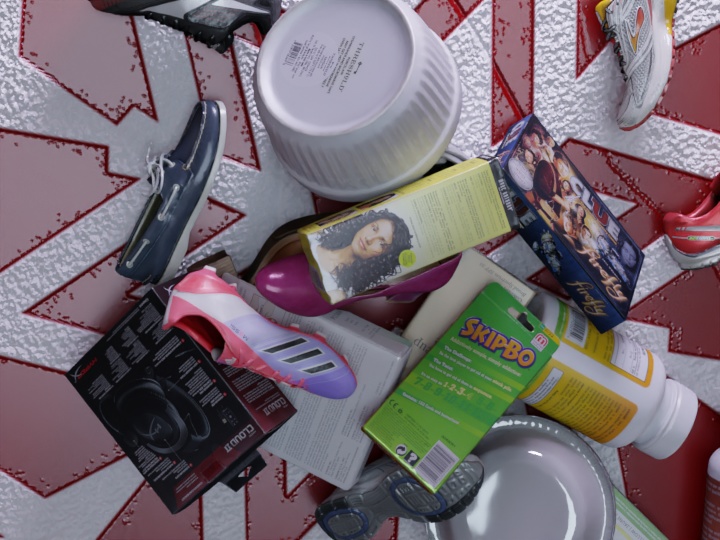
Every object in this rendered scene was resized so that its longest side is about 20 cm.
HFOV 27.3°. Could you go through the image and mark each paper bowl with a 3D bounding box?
[{"bbox_3d":[0.165,0.250,1.535,0.199,0.104,0.202,-1,83,9],"label":"paper bowl"}]

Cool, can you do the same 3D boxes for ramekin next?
[{"bbox_3d":[-0.009,-0.177,1.421,0.199,0.105,0.201,-6,68,16],"label":"ramekin"}]

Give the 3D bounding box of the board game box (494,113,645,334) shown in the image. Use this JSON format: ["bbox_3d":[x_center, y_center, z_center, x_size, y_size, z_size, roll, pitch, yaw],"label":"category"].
[{"bbox_3d":[0.210,-0.050,1.511,0.035,0.136,0.200,-33,105,33],"label":"board game box"}]

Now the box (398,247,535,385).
[{"bbox_3d":[0.088,0.078,1.533,0.095,0.078,0.201,33,93,3],"label":"box"}]

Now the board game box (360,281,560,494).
[{"bbox_3d":[0.100,0.113,1.450,0.095,0.030,0.200,42,79,1],"label":"board game box"}]

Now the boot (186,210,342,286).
[{"bbox_3d":[-0.064,0.035,1.516,0.199,0.077,0.156,-23,104,-6],"label":"boot"}]

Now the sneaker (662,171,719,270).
[{"bbox_3d":[0.412,-0.073,1.564,0.199,0.077,0.085,-27,97,-3],"label":"sneaker"}]

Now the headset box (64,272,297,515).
[{"bbox_3d":[-0.172,0.129,1.462,0.149,0.077,0.200,-43,84,27],"label":"headset box"}]

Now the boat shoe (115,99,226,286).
[{"bbox_3d":[-0.190,-0.080,1.483,0.062,0.075,0.201,17,106,-21],"label":"boat shoe"}]

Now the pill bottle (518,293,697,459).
[{"bbox_3d":[0.248,0.117,1.553,0.199,0.111,0.111,29,95,-11],"label":"pill bottle"}]

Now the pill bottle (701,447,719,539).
[{"bbox_3d":[0.428,0.256,1.600,0.111,0.112,0.201,1,99,-8],"label":"pill bottle"}]

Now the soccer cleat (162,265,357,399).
[{"bbox_3d":[-0.096,0.075,1.407,0.200,0.067,0.077,35,51,-10],"label":"soccer cleat"}]

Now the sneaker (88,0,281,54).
[{"bbox_3d":[-0.168,-0.260,1.454,0.199,0.071,0.099,-5,98,-8],"label":"sneaker"}]

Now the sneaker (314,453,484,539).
[{"bbox_3d":[0.042,0.215,1.517,0.199,0.087,0.075,-20,113,33],"label":"sneaker"}]

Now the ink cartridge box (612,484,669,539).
[{"bbox_3d":[0.224,0.323,1.618,0.145,0.048,0.200,44,90,-12],"label":"ink cartridge box"}]

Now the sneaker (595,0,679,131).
[{"bbox_3d":[0.278,-0.243,1.522,0.082,0.078,0.201,4,90,-4],"label":"sneaker"}]

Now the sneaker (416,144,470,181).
[{"bbox_3d":[0.035,-0.126,1.483,0.199,0.116,0.074,23,98,-9],"label":"sneaker"}]

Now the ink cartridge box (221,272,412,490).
[{"bbox_3d":[-0.067,0.106,1.491,0.199,0.050,0.162,26,111,11],"label":"ink cartridge box"}]

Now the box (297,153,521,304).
[{"bbox_3d":[0.046,-0.040,1.399,0.199,0.050,0.076,-24,103,-10],"label":"box"}]

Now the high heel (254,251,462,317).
[{"bbox_3d":[0.000,0.000,1.435,0.199,0.096,0.068,6,61,-29],"label":"high heel"}]
